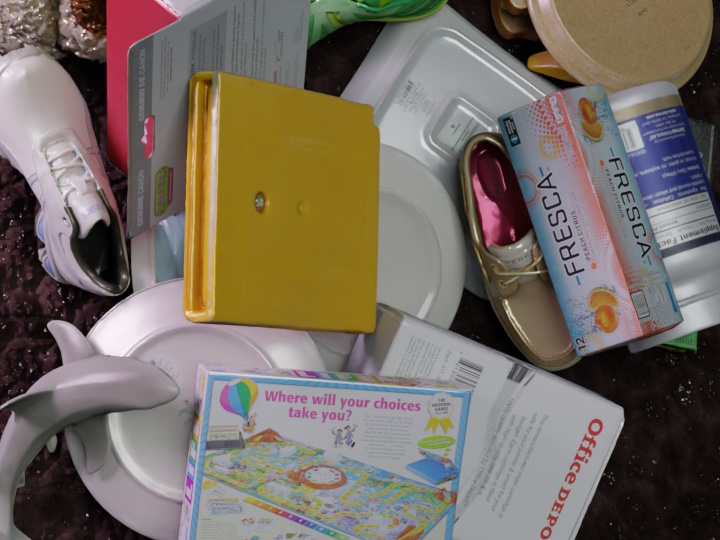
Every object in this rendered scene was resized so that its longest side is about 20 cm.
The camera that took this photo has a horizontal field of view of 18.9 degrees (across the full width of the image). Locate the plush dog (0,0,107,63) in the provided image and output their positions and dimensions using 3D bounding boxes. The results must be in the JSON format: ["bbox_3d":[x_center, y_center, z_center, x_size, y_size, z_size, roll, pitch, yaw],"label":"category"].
[{"bbox_3d":[-0.221,-0.203,1.623,0.172,0.200,0.161,11,104,13],"label":"plush dog"}]

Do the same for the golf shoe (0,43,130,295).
[{"bbox_3d":[-0.211,-0.070,1.591,0.078,0.097,0.200,-30,122,-19],"label":"golf shoe"}]

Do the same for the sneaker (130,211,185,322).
[{"bbox_3d":[-0.131,-0.012,1.651,0.082,0.074,0.200,-5,79,2],"label":"sneaker"}]

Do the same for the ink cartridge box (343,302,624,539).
[{"bbox_3d":[0.080,0.130,1.667,0.200,0.086,0.147,23,92,-20],"label":"ink cartridge box"}]

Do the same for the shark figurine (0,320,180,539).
[{"bbox_3d":[-0.240,0.122,1.567,0.128,0.089,0.215,46,109,22],"label":"shark figurine"}]

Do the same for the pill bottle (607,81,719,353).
[{"bbox_3d":[0.230,-0.042,1.744,0.116,0.116,0.200,-17,87,-21],"label":"pill bottle"}]

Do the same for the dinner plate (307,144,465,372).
[{"bbox_3d":[0.000,0.000,1.691,0.200,0.024,0.200,-4,99,-27],"label":"dinner plate"}]

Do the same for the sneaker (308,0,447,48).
[{"bbox_3d":[-0.021,-0.224,1.733,0.200,0.084,0.074,-18,79,-11],"label":"sneaker"}]

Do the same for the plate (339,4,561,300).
[{"bbox_3d":[0.079,-0.109,1.777,0.200,0.032,0.200,35,70,-9],"label":"plate"}]

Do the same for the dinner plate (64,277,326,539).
[{"bbox_3d":[-0.120,0.105,1.597,0.200,0.024,0.200,0,89,0],"label":"dinner plate"}]

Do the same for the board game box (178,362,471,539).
[{"bbox_3d":[-0.025,0.142,1.579,0.200,0.034,0.135,5,98,-16],"label":"board game box"}]

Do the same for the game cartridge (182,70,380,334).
[{"bbox_3d":[-0.054,-0.045,1.571,0.200,0.032,0.176,8,83,-56],"label":"game cartridge"}]

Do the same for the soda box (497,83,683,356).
[{"bbox_3d":[0.178,-0.039,1.671,0.064,0.068,0.200,-14,85,-49],"label":"soda box"}]

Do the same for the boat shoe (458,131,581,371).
[{"bbox_3d":[0.122,-0.016,1.707,0.074,0.069,0.200,-23,82,9],"label":"boat shoe"}]

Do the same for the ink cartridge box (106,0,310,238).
[{"bbox_3d":[-0.127,-0.147,1.567,0.084,0.200,0.176,38,54,26],"label":"ink cartridge box"}]

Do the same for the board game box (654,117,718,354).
[{"bbox_3d":[0.241,-0.036,1.820,0.105,0.023,0.200,12,76,-17],"label":"board game box"}]

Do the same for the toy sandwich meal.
[{"bbox_3d":[0.203,-0.228,1.831,0.205,0.070,0.205,7,74,-24],"label":"toy sandwich meal"}]
